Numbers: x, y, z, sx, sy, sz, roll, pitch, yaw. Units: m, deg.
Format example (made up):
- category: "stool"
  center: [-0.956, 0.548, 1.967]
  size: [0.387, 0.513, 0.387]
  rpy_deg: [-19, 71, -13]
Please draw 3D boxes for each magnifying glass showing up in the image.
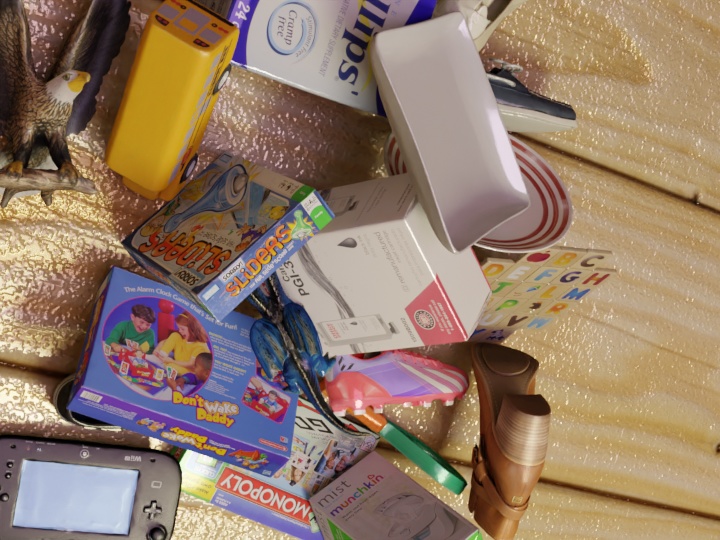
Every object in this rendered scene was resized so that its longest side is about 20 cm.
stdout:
- category: "magnifying glass"
  center: [0.036, 0.174, 1.460]
  size: [0.200, 0.080, 0.022]
  rpy_deg: [40, 91, -21]

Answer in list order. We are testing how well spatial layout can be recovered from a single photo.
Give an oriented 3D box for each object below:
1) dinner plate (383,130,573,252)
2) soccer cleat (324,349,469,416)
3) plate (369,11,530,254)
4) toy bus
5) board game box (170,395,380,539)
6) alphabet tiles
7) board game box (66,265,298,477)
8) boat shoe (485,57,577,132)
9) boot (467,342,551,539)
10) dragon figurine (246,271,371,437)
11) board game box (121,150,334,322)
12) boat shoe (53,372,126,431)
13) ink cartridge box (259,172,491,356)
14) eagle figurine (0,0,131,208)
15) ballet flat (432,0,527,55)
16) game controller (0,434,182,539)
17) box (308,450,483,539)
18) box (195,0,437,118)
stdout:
- category: "dinner plate"
  center: [0.114, -0.082, 1.370]
  size: [0.200, 0.200, 0.024]
  rpy_deg: [-4, 136, -28]
- category: "soccer cleat"
  center: [0.042, 0.105, 1.428]
  size: [0.200, 0.067, 0.077]
  rpy_deg: [-3, 87, -45]
- category: "plate"
  center: [0.077, -0.126, 1.249]
  size: [0.200, 0.032, 0.200]
  rpy_deg: [-31, 102, -59]
- category: "toy bus"
  center: [-0.166, -0.138, 1.190]
  size: [0.065, 0.078, 0.200]
  rpy_deg: [30, 131, 2]
- category: "board game box"
  center: [-0.089, 0.189, 1.414]
  size: [0.200, 0.029, 0.135]
  rpy_deg: [28, 88, -32]
- category: "alphabet tiles"
  center: [0.161, 0.027, 1.435]
  size: [0.166, 0.200, 0.006]
  rpy_deg: [5, 58, -31]
- category: "board game box"
  center: [-0.153, 0.093, 1.269]
  size: [0.200, 0.045, 0.135]
  rpy_deg: [22, 50, -18]
- category: "boat shoe"
  center: [0.130, -0.180, 1.404]
  size: [0.200, 0.075, 0.062]
  rpy_deg: [8, 78, -17]
- category: "boot"
  center: [0.148, 0.175, 1.460]
  size: [0.077, 0.200, 0.155]
  rpy_deg: [4, 113, -16]
- category: "dragon figurine"
  center: [-0.063, 0.065, 1.237]
  size: [0.059, 0.200, 0.099]
  rpy_deg: [-27, 160, 2]
- category: "board game box"
  center: [-0.122, -0.035, 1.230]
  size: [0.135, 0.200, 0.034]
  rpy_deg: [-43, 119, -12]
- category: "boat shoe"
  center: [-0.185, 0.121, 1.306]
  size: [0.200, 0.057, 0.069]
  rpy_deg: [-5, 99, -18]
- category: "ink cartridge box"
  center: [0.000, 0.000, 1.302]
  size: [0.147, 0.200, 0.083]
  rpy_deg: [61, 38, -27]
- category: "eagle figurine"
  center: [-0.270, -0.160, 1.176]
  size: [0.152, 0.151, 0.200]
  rpy_deg: [38, 46, -70]
- category: "ballet flat"
  center: [0.114, -0.263, 1.359]
  size: [0.200, 0.069, 0.069]
  rpy_deg: [-47, 122, -26]
- category: "game controller"
  center: [-0.267, 0.211, 1.302]
  size: [0.200, 0.042, 0.104]
  rpy_deg: [9, 101, -23]
- category: "box"
  center: [0.056, 0.313, 1.424]
  size: [0.097, 0.176, 0.200]
  rpy_deg: [-35, 129, -22]
- category: "box"
  center: [-0.039, -0.258, 1.270]
  size: [0.200, 0.105, 0.184]
  rpy_deg: [15, 97, -32]
